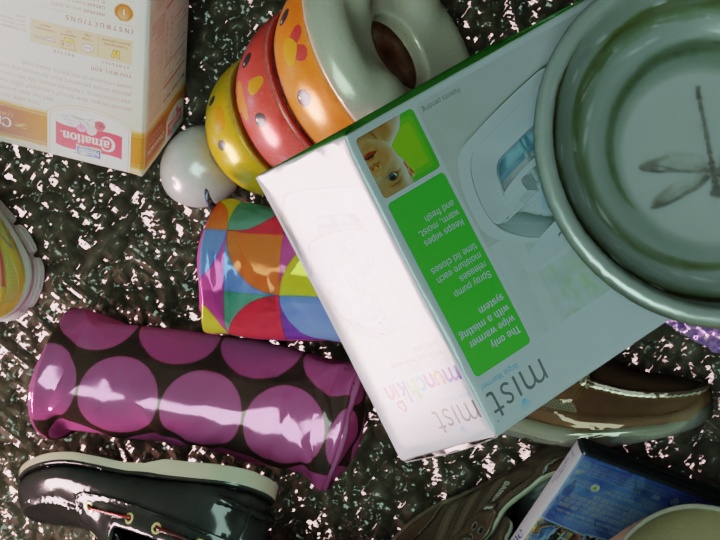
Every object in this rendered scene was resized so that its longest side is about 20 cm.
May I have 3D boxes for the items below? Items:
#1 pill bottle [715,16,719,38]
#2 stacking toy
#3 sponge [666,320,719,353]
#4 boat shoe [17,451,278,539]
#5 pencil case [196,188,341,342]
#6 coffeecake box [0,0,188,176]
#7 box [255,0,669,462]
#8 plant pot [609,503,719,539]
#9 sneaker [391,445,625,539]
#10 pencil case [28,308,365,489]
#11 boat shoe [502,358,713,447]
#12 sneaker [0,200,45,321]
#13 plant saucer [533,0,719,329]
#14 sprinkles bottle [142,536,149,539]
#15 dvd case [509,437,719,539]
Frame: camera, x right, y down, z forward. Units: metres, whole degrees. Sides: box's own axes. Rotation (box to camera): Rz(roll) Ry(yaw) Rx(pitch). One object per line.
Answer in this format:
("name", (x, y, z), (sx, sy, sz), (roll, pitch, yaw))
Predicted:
("pill bottle", (0.245, -0.090, 1.513), (0.114, 0.114, 0.200), (-39, 91, 16))
("stacking toy", (-0.041, -0.087, 1.583), (0.199, 0.146, 0.147), (-31, 93, 32))
("sponge", (0.228, 0.011, 1.486), (0.200, 0.030, 0.112), (33, 136, 31))
("boat shoe", (-0.136, 0.146, 1.609), (0.201, 0.074, 0.063), (1, 71, 41))
("pencil case", (0.000, 0.000, 1.568), (0.199, 0.088, 0.089), (5, 101, 12))
("coffeecake box", (-0.181, -0.172, 1.570), (0.153, 0.073, 0.201), (14, 125, 12))
("box", (0.074, -0.022, 1.453), (0.097, 0.200, 0.177), (-22, 97, 55))
("plant pot", (0.163, 0.247, 1.519), (0.134, 0.200, 0.201), (-30, 94, 48))
("sneaker", (0.072, 0.165, 1.616), (0.200, 0.076, 0.071), (-40, 91, 15))
("pencil case", (-0.094, 0.079, 1.626), (0.199, 0.091, 0.094), (12, 143, 11))
("boat shoe", (0.109, 0.061, 1.592), (0.199, 0.076, 0.072), (3, 99, 10))
("sneaker", (-0.272, -0.051, 1.642), (0.078, 0.090, 0.200), (-41, 89, 17))
("plant saucer", (0.186, -0.062, 1.423), (0.199, 0.050, 0.201), (2, 75, -6))
("sprinkles bottle", (-0.059, 0.197, 1.629), (0.199, 0.068, 0.069), (2, 101, 28))
("dvd case", (0.139, 0.197, 1.589), (0.142, 0.018, 0.201), (21, 117, -22))
